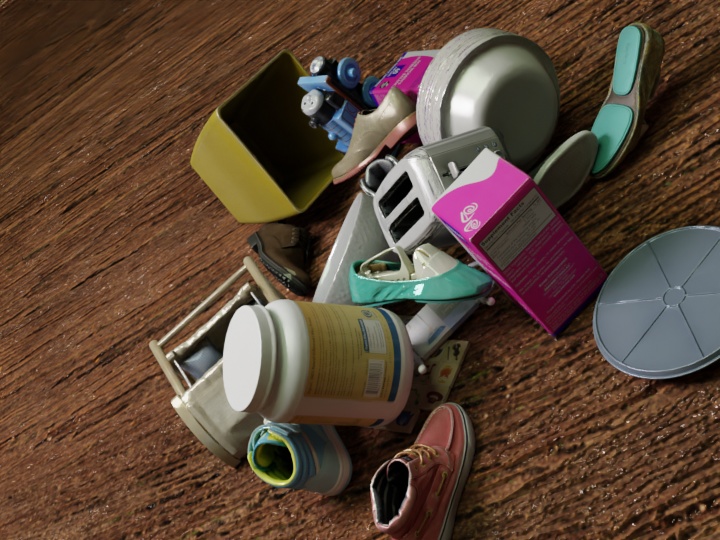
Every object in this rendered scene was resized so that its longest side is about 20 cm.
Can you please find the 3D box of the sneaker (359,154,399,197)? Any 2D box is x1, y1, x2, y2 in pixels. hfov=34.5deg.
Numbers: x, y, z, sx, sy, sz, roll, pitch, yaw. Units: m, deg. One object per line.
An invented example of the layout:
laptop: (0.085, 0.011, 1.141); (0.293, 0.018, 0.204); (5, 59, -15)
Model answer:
sneaker: (0.041, -0.125, 1.668); (0.075, 0.114, 0.200); (-43, 35, 2)

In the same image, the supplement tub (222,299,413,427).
supplement tub: (-0.051, 0.111, 1.388); (0.144, 0.198, 0.147); (-22, 65, 60)

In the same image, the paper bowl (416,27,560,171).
paper bowl: (0.182, -0.214, 1.540); (0.201, 0.201, 0.104); (-49, 35, -7)

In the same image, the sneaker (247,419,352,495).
sneaker: (-0.101, 0.190, 1.440); (0.080, 0.130, 0.200); (-53, 53, 19)

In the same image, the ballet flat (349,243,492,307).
ballet flat: (0.064, 0.004, 1.407); (0.198, 0.071, 0.067); (-6, 22, 36)

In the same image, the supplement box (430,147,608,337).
supplement box: (0.188, -0.032, 1.355); (0.103, 0.200, 0.101); (-44, 35, -1)

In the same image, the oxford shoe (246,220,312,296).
oxford shoe: (-0.110, -0.029, 1.762); (0.084, 0.073, 0.200); (-41, 36, 2)

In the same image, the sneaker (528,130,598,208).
sneaker: (0.218, -0.113, 1.501); (0.201, 0.070, 0.099); (-52, 37, 10)

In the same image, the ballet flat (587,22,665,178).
ballet flat: (0.345, -0.212, 1.481); (0.070, 0.070, 0.203); (23, 103, 53)

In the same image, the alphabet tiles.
alphabet tiles: (0.048, 0.130, 1.503); (0.198, 0.008, 0.168); (0, 55, 45)

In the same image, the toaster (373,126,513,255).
toaster: (0.102, -0.092, 1.447); (0.200, 0.128, 0.115); (-43, 65, 61)

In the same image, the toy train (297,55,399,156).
toy train: (-0.013, -0.242, 1.773); (0.086, 0.199, 0.115); (5, 68, 46)

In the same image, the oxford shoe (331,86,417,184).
oxford shoe: (0.015, -0.197, 1.707); (0.200, 0.075, 0.070); (-37, -3, 40)

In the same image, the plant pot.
plant pot: (-0.151, -0.190, 1.841); (0.176, 0.200, 0.200); (-28, 17, 49)

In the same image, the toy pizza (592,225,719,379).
toy pizza: (0.349, 0.037, 1.272); (0.199, 0.032, 0.202); (-26, 41, 24)

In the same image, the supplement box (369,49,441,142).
supplement box: (0.127, -0.255, 1.698); (0.199, 0.104, 0.101); (8, 48, 46)

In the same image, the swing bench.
swing bench: (-0.165, 0.125, 1.616); (0.199, 0.130, 0.200); (-42, 36, 4)

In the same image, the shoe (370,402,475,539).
shoe: (0.071, 0.223, 1.315); (0.071, 0.091, 0.202); (-13, 46, 36)

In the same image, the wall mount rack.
wall mount rack: (0.096, 0.058, 1.456); (0.200, 0.075, 0.174); (-46, 38, 1)

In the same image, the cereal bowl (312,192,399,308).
cereal bowl: (0.000, 0.000, 1.576); (0.200, 0.082, 0.202); (-159, 90, -83)
